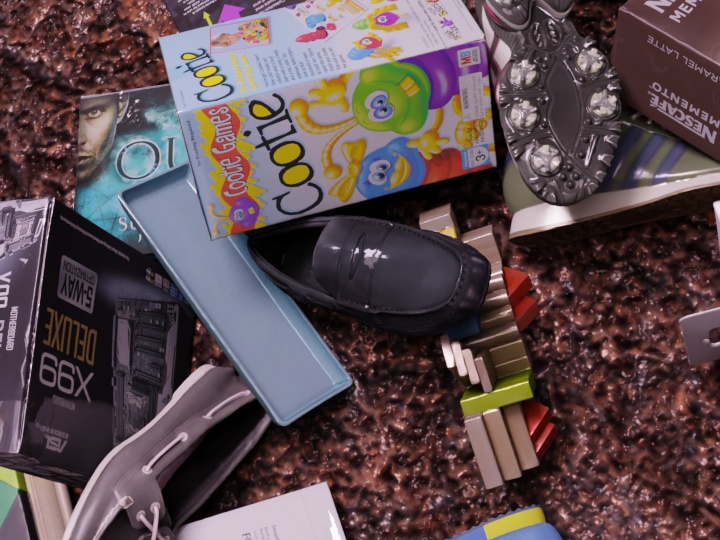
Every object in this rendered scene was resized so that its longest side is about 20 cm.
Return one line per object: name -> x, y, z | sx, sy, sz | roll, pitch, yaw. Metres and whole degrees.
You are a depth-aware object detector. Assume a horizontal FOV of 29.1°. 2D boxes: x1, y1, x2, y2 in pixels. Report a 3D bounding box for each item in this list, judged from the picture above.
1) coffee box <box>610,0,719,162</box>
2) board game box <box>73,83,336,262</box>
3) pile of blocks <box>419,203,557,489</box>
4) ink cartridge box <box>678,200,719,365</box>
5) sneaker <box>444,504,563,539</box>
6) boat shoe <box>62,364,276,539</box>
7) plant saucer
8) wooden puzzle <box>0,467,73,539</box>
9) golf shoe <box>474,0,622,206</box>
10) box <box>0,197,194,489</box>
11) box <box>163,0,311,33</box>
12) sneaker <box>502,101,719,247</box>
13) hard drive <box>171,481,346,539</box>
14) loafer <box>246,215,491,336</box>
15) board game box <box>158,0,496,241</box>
coffee box -> 0.262, -0.169, 0.884 | 0.114, 0.080, 0.200 | 36, 65, 24
board game box -> -0.116, -0.077, 1.030 | 0.199, 0.028, 0.136 | -6, 72, 14
pile of blocks -> 0.087, 0.039, 0.904 | 0.062, 0.082, 0.201 | -18, 69, 11
ink cartridge box -> 0.282, -0.014, 0.843 | 0.199, 0.117, 0.068 | -19, 68, 9
sneaker -> 0.042, 0.214, 0.847 | 0.199, 0.066, 0.079 | -19, 68, -12
boat shoe -> -0.122, 0.133, 0.902 | 0.057, 0.067, 0.200 | 12, 41, 24
plant saucer -> -0.089, 0.016, 0.961 | 0.070, 0.019, 0.200 | -28, 77, -38
wooden puzzle -> -0.307, 0.167, 1.006 | 0.199, 0.037, 0.186 | -23, 68, 9
golf shoe -> 0.119, -0.123, 0.903 | 0.077, 0.088, 0.201 | -6, 64, -3
box -> -0.179, 0.059, 0.913 | 0.049, 0.200, 0.159 | -3, 72, 20
box -> -0.076, -0.216, 1.041 | 0.142, 0.036, 0.201 | -29, 58, 3
sneaker -> 0.188, -0.080, 0.917 | 0.199, 0.067, 0.091 | -12, 75, 16
hard drive -> -0.097, 0.227, 0.890 | 0.199, 0.027, 0.133 | -16, 61, -10
loafer -> 0.000, 0.000, 0.893 | 0.200, 0.070, 0.069 | 8, 77, 50
board game box -> -0.022, -0.112, 0.927 | 0.199, 0.103, 0.105 | -14, 39, -6
